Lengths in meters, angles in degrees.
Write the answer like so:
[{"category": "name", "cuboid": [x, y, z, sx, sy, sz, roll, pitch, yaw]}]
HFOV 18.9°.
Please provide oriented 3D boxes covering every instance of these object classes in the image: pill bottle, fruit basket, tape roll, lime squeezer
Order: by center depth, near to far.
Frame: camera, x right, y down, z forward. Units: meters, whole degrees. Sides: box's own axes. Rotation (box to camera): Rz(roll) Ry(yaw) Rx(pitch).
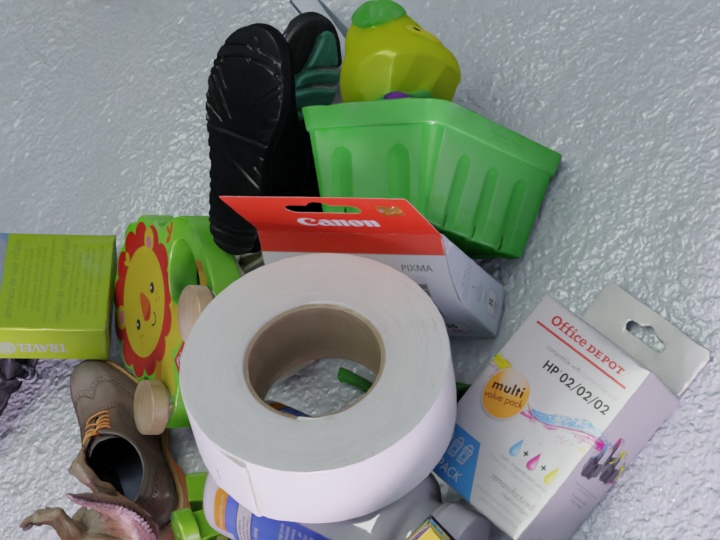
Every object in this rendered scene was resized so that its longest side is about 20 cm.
[{"category": "tape roll", "cuboid": [-0.031, 0.086, 1.590, 0.202, 0.071, 0.203, -4, 52, 5]}, {"category": "pill bottle", "cuboid": [-0.009, 0.183, 1.626, 0.200, 0.112, 0.112, 23, 79, 23]}, {"category": "lime squeezer", "cuboid": [0.065, 0.097, 1.695, 0.200, 0.038, 0.071, -10, 28, 29]}, {"category": "fruit basket", "cuboid": [0.051, -0.120, 1.704, 0.155, 0.216, 0.216, 0, 65, 33]}]

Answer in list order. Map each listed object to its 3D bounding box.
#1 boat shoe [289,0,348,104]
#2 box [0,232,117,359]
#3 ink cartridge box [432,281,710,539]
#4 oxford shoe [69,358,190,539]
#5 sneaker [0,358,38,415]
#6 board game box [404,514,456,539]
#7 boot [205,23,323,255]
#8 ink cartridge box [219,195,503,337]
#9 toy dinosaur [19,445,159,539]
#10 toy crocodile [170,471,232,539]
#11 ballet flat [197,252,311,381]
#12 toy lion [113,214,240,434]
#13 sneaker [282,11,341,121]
[{"category": "boat shoe", "cuboid": [-0.025, -0.167, 1.862, 0.067, 0.074, 0.200, -39, 51, 9]}, {"category": "box", "cuboid": [-0.317, 0.021, 1.889, 0.200, 0.048, 0.122, 1, 45, -2]}, {"category": "ink cartridge box", "cuboid": [0.152, 0.100, 1.602, 0.115, 0.068, 0.200, 38, 89, 35]}, {"category": "oxford shoe", "cuboid": [-0.204, 0.138, 1.814, 0.071, 0.073, 0.200, -42, 50, 7]}, {"category": "sneaker", "cuboid": [-0.358, 0.064, 1.959, 0.114, 0.075, 0.200, -39, 51, 2]}, {"category": "board game box", "cuboid": [0.036, 0.301, 1.527, 0.200, 0.057, 0.165, -44, 86, 5]}, {"category": "boot", "cuboid": [-0.049, -0.108, 1.738, 0.073, 0.162, 0.198, 16, 110, 32]}, {"category": "ink cartridge box", "cuboid": [0.000, 0.000, 1.662, 0.162, 0.200, 0.057, 1, 75, 26]}, {"category": "toy dinosaur", "cuboid": [-0.190, 0.225, 1.701, 0.136, 0.200, 0.086, 33, 55, 14]}, {"category": "toy crocodile", "cuboid": [-0.099, 0.239, 1.702, 0.067, 0.062, 0.200, -16, 55, -17]}, {"category": "ballet flat", "cuboid": [-0.096, 0.017, 1.824, 0.069, 0.069, 0.200, -43, 52, 6]}, {"category": "toy lion", "cuboid": [-0.156, 0.026, 1.798, 0.200, 0.069, 0.192, -60, 39, 44]}, {"category": "sneaker", "cuboid": [-0.077, -0.136, 1.834, 0.088, 0.074, 0.200, 45, 128, 47]}]
